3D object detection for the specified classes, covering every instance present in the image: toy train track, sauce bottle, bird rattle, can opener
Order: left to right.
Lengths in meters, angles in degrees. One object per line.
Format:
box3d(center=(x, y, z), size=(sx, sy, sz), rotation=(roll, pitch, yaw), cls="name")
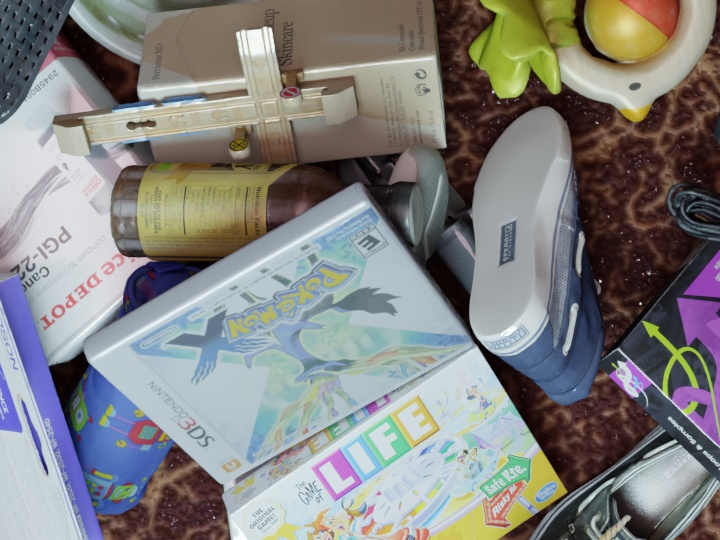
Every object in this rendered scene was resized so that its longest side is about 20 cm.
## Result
box3d(center=(-0.101, -0.094, 1.228), size=(0.198, 0.033, 0.116), rotation=(-6, 130, 6), cls="toy train track")
box3d(center=(-0.059, -0.036, 1.222), size=(0.198, 0.065, 0.066), rotation=(2, 93, 13), cls="sauce bottle")
box3d(center=(0.064, -0.013, 1.322), size=(0.201, 0.053, 0.067), rotation=(51, 128, 0), cls="can opener")
box3d(center=(0.165, -0.194, 1.290), size=(0.162, 0.113, 0.201), rotation=(35, 83, -9), cls="bird rattle")

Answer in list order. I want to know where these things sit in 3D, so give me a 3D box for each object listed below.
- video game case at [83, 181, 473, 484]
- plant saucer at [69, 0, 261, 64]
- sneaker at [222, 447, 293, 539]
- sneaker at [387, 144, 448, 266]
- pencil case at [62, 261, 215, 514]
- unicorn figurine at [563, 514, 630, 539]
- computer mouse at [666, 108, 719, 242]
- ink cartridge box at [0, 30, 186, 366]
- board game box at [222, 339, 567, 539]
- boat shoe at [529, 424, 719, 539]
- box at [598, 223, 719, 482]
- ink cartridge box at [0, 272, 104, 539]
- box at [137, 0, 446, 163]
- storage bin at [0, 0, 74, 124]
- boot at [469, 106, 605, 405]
box3d(center=(-0.047, 0.046, 1.206), size=(0.199, 0.183, 0.022), rotation=(-30, 51, 8), cls="video game case")
box3d(center=(-0.115, -0.230, 1.293), size=(0.198, 0.050, 0.202), rotation=(0, 127, 0), cls="plant saucer")
box3d(center=(-0.061, 0.106, 1.327), size=(0.084, 0.073, 0.202), rotation=(-9, 102, -1), cls="sneaker")
box3d(center=(0.000, 0.000, 1.285), size=(0.080, 0.070, 0.202), rotation=(29, 120, 18), cls="sneaker")
box3d(center=(-0.151, 0.076, 1.284), size=(0.201, 0.077, 0.087), rotation=(-59, 43, 39), cls="pencil case")
box3d(center=(0.095, 0.254, 1.282), size=(0.198, 0.074, 0.139), rotation=(-10, 103, 23), cls="unicorn figurine")
box3d(center=(0.303, -0.098, 1.271), size=(0.139, 0.046, 0.202), rotation=(25, 83, 2), cls="computer mouse")
box3d(center=(-0.216, -0.056, 1.321), size=(0.145, 0.085, 0.200), rotation=(-40, 91, 6), cls="ink cartridge box")
box3d(center=(0.024, 0.151, 1.298), size=(0.199, 0.034, 0.135), rotation=(-34, 114, 0), cls="board game box")
box3d(center=(0.177, 0.169, 1.302), size=(0.072, 0.071, 0.200), rotation=(41, 96, 2), cls="boat shoe")
box3d(center=(0.274, 0.080, 1.271), size=(0.200, 0.036, 0.143), rotation=(44, 61, 0), cls="box")
box3d(center=(-0.231, 0.098, 1.268), size=(0.043, 0.199, 0.200), rotation=(-23, 103, -29), cls="ink cartridge box")
box3d(center=(-0.044, -0.128, 1.282), size=(0.198, 0.095, 0.078), rotation=(-7, 131, 3), cls="box")
box3d(center=(-0.290, -0.178, 1.252), size=(0.199, 0.094, 0.136), rotation=(8, 68, 42), cls="storage bin")
box3d(center=(0.124, -0.010, 1.279), size=(0.072, 0.202, 0.090), rotation=(-18, 134, 36), cls="boot")
